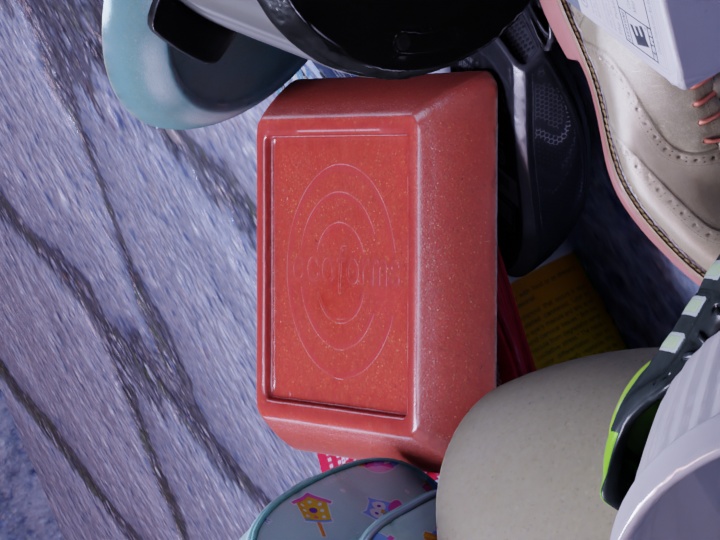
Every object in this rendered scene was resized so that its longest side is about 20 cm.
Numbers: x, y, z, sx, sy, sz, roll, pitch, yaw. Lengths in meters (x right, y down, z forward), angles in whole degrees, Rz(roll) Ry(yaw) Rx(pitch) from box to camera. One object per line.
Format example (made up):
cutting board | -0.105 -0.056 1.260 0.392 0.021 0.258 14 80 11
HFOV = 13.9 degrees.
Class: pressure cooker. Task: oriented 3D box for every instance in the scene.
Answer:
pressure cooker | -0.019 -0.189 1.357 0.200 0.175 0.179 25 133 56

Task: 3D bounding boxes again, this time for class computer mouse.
computer mouse | 0.085 -0.087 1.467 0.139 0.053 0.201 48 149 46

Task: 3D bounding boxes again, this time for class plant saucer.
plant saucer | 0.000 0.000 1.513 0.199 0.037 0.201 4 93 58
plant saucer | -0.054 -0.158 1.520 0.027 0.200 0.200 31 152 29

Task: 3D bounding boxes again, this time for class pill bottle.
pill bottle | 0.083 0.045 1.584 0.201 0.111 0.111 61 165 4

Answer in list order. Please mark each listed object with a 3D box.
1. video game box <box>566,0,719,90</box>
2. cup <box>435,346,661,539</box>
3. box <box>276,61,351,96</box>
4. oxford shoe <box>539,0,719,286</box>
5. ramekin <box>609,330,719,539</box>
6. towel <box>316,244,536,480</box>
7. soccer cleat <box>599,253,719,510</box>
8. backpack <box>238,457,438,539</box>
video game box | 0.076 -0.192 1.144 0.182 0.047 0.201 43 156 51
cup | 0.156 0.115 1.378 0.143 0.200 0.201 -35 84 46
box | -0.001 -0.066 1.800 0.137 0.040 0.200 54 164 29
oxford shoe | 0.140 -0.072 1.266 0.200 0.070 0.075 59 160 3
ramekin | 0.199 0.098 1.152 0.105 0.199 0.201 -75 -27 -50
towel | 0.020 0.039 1.543 0.200 0.022 0.145 -31 71 53
soccer cleat | 0.162 0.027 1.226 0.067 0.081 0.200 31 127 -1
backpack | 0.018 0.188 1.437 0.200 0.176 0.154 46 131 16
